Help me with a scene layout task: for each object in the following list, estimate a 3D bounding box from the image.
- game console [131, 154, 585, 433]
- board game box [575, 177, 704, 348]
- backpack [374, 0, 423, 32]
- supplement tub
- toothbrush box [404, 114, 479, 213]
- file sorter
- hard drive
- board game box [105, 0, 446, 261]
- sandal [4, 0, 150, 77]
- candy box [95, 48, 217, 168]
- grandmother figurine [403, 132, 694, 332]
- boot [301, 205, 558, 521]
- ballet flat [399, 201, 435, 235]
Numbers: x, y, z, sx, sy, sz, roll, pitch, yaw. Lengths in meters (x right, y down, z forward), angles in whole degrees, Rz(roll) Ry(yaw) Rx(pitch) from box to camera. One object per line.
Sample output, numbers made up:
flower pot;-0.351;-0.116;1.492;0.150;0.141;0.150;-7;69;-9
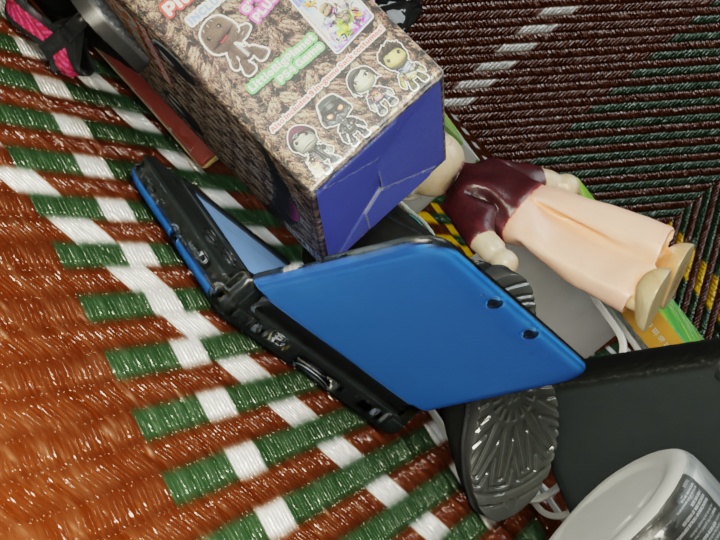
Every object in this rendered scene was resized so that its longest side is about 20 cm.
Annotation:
game console;0.000;0.000;1.397;0.171;0.118;0.200;54;8;35
board game box;0.194;0.035;1.681;0.200;0.030;0.096;47;13;-19
backpack;-0.076;-0.193;1.825;0.200;0.167;0.127;42;10;-4
supplement tub;0.206;0.211;1.513;0.200;0.123;0.123;48;7;-10
toothbrush box;0.009;-0.163;2.436;0.146;0.086;0.200;45;7;-33
file sorter;0.128;0.075;1.705;0.125;0.139;0.200;56;10;29
hard drive;0.193;0.138;1.570;0.200;0.139;0.033;66;33;-23
board game box;-0.054;-0.120;1.435;0.200;0.097;0.159;46;-8;13
sandal;-0.168;-0.136;1.442;0.075;0.045;0.200;52;-9;-22
candy box;-0.109;-0.131;1.675;0.117;0.056;0.200;49;8;-2
grandmother figurine;0.099;-0.037;1.569;0.200;0.061;0.121;27;23;14
boot;0.032;0.040;1.575;0.200;0.066;0.165;29;-50;48
ballet flat;0.013;-0.016;1.811;0.069;0.069;0.200;43;9;-41
